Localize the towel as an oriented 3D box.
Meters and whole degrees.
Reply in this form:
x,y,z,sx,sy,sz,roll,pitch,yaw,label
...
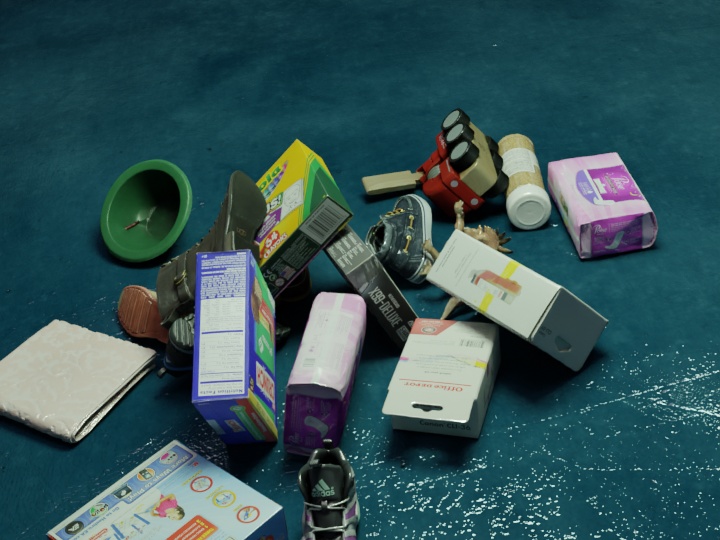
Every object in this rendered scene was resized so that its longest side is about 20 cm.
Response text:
x,y,z,sx,sy,sz,roll,pitch,yaw,label
-0.413,0.150,1.731,0.200,0.032,0.191,15,39,28,towel

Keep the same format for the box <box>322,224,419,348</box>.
x,y,z,sx,sy,sz,roll,pitch,yaw,label
0.000,0.000,1.749,0.050,0.158,0.200,-37,34,-2,box

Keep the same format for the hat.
x,y,z,sx,sy,sz,roll,pitch,yaw,label
-0.312,-0.082,2.064,0.165,0.176,0.200,14,77,25,hat

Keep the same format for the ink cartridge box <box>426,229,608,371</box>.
x,y,z,sx,sy,sz,roll,pitch,yaw,label
0.210,0.039,1.666,0.200,0.145,0.083,33,92,43,ink cartridge box

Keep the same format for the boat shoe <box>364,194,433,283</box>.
x,y,z,sx,sy,sz,roll,pitch,yaw,label
0.056,-0.067,1.892,0.091,0.071,0.200,28,29,-22,boat shoe

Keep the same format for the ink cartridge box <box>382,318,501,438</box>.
x,y,z,sx,sy,sz,roll,pitch,yaw,label
0.106,0.148,1.606,0.116,0.068,0.200,4,34,17,ink cartridge box

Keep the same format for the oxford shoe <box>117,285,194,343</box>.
x,y,z,sx,sy,sz,roll,pitch,yaw,label
-0.283,0.071,1.810,0.074,0.071,0.200,12,7,-44,oxford shoe

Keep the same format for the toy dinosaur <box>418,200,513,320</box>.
x,y,z,sx,sy,sz,roll,pitch,yaw,label
0.164,-0.008,1.821,0.086,0.135,0.200,-29,44,40,toy dinosaur

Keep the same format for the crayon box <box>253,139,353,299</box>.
x,y,z,sx,sy,sz,roll,pitch,yaw,label
-0.117,-0.062,1.744,0.200,0.058,0.173,-46,35,12,crayon box

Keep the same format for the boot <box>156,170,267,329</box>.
x,y,z,sx,sy,sz,roll,pitch,yaw,label
-0.216,-0.031,1.721,0.174,0.069,0.200,-29,41,31,boot

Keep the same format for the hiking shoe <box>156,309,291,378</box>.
x,y,z,sx,sy,sz,roll,pitch,yaw,label
-0.190,0.096,1.730,0.200,0.087,0.074,-6,51,-40,hiking shoe

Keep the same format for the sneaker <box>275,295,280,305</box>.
x,y,z,sx,sy,sz,roll,pitch,yaw,label
-0.202,0.003,1.867,0.088,0.076,0.200,-26,37,-22,sneaker

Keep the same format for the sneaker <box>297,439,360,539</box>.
x,y,z,sx,sy,sz,roll,pitch,yaw,label
-0.040,0.272,1.386,0.078,0.140,0.200,-7,34,0,sneaker

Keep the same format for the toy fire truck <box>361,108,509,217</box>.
x,y,z,sx,sy,sz,roll,pitch,yaw,label
0.117,-0.151,2.017,0.200,0.129,0.176,-41,26,20,toy fire truck

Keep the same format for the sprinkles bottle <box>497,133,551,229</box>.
x,y,z,sx,sy,sz,roll,pitch,yaw,label
0.259,-0.145,2.002,0.068,0.068,0.200,-6,34,2,sprinkles bottle

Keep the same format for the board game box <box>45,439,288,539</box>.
x,y,z,sx,sy,sz,roll,pitch,yaw,label
-0.222,0.308,1.444,0.196,0.056,0.200,24,45,37,board game box

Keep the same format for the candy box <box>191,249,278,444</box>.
x,y,z,sx,sy,sz,roll,pitch,yaw,label
-0.156,0.099,1.571,0.077,0.169,0.200,-4,65,6,candy box

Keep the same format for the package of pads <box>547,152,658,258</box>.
x,y,z,sx,sy,sz,roll,pitch,yaw,label
0.368,-0.104,1.916,0.120,0.076,0.200,-10,34,-2,package of pads

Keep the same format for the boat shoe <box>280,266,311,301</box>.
x,y,z,sx,sy,sz,roll,pitch,yaw,label
-0.124,-0.030,1.907,0.070,0.070,0.200,-14,36,-11,boat shoe

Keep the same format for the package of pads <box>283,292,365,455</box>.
x,y,z,sx,sy,sz,roll,pitch,yaw,label
-0.045,0.130,1.596,0.076,0.121,0.200,9,35,5,package of pads
